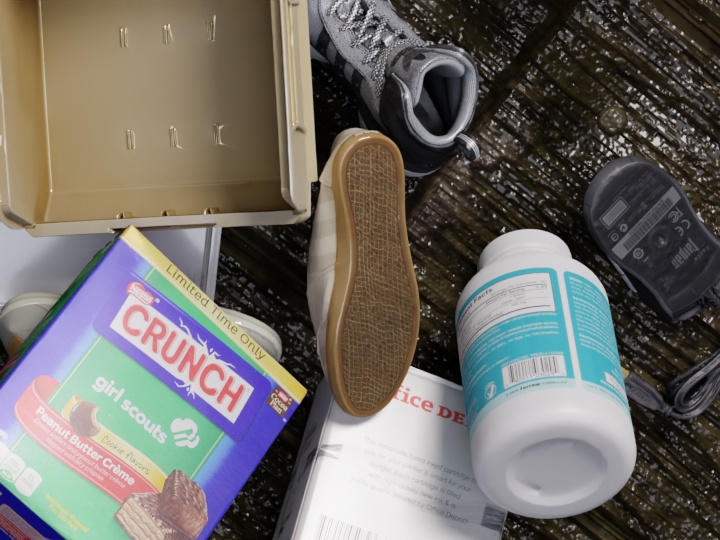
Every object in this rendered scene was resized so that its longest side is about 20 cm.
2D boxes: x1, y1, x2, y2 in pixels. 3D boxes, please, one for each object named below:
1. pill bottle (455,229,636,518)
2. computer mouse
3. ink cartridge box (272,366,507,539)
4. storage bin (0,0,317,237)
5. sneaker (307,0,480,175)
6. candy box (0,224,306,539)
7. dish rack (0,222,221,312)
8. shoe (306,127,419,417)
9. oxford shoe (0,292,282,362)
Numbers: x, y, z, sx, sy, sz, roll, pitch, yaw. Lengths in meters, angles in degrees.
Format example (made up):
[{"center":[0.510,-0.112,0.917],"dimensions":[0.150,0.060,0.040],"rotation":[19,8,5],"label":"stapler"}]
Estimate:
[{"center":[0.124,0.064,1.495],"dimensions":[0.110,0.200,0.111],"rotation":[-2,134,-2],"label":"pill bottle"},{"center":[0.210,0.014,1.579],"dimensions":[0.200,0.046,0.141],"rotation":[40,90,-23],"label":"computer mouse"},{"center":[0.021,0.177,1.521],"dimensions":[0.146,0.083,0.200],"rotation":[21,63,-10],"label":"ink cartridge box"},{"center":[-0.137,-0.125,1.425],"dimensions":[0.199,0.094,0.199],"rotation":[-3,92,10],"label":"storage bin"},{"center":[0.016,-0.154,1.475],"dimensions":[0.075,0.114,0.200],"rotation":[-39,105,-16],"label":"sneaker"},{"center":[-0.154,0.102,1.403],"dimensions":[0.169,0.077,0.200],"rotation":[43,55,-12],"label":"candy box"},{"center":[-0.196,-0.032,1.525],"dimensions":[0.199,0.044,0.172],"rotation":[5,99,-8],"label":"dish rack"},{"center":[0.000,0.000,1.479],"dimensions":[0.070,0.053,0.201],"rotation":[-6,105,-27],"label":"shoe"},{"center":[-0.154,0.059,1.507],"dimensions":[0.199,0.058,0.075],"rotation":[6,136,-12],"label":"oxford shoe"}]
